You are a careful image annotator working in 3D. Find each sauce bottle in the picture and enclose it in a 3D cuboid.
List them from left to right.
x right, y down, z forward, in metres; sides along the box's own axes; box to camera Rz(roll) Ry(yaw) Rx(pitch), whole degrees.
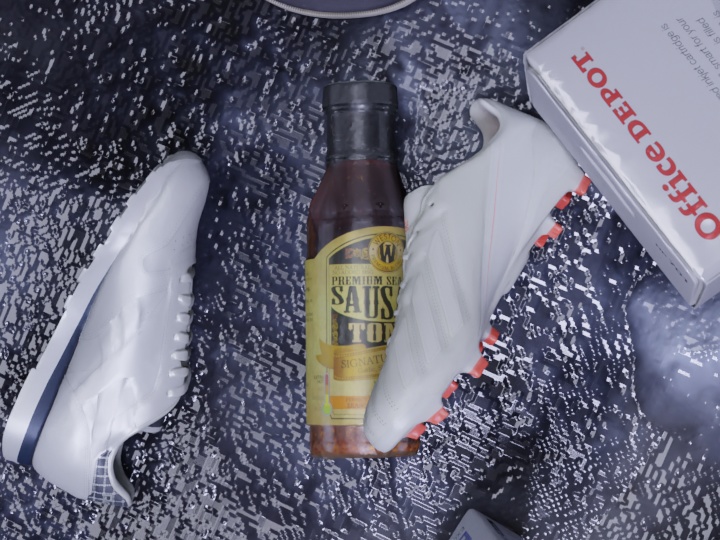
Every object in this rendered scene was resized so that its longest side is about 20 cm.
[{"bbox_3d":[0.000,0.000,1.028,0.066,0.066,0.201,-3,87,14],"label":"sauce bottle"}]

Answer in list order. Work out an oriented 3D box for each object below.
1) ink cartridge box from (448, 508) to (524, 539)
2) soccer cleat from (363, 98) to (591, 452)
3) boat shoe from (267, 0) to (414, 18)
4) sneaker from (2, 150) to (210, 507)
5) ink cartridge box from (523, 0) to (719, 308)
[{"bbox_3d":[0.042,0.237,0.940,0.041,0.200,0.200,29,94,-17],"label":"ink cartridge box"},{"bbox_3d":[0.044,0.001,0.989,0.077,0.069,0.200,34,68,-5],"label":"soccer cleat"},{"bbox_3d":[-0.058,-0.190,1.055,0.200,0.063,0.073,20,92,15],"label":"boat shoe"},{"bbox_3d":[-0.122,0.031,1.062,0.080,0.076,0.200,26,98,3],"label":"sneaker"},{"bbox_3d":[0.202,-0.100,0.956,0.200,0.086,0.147,-36,79,0],"label":"ink cartridge box"}]
